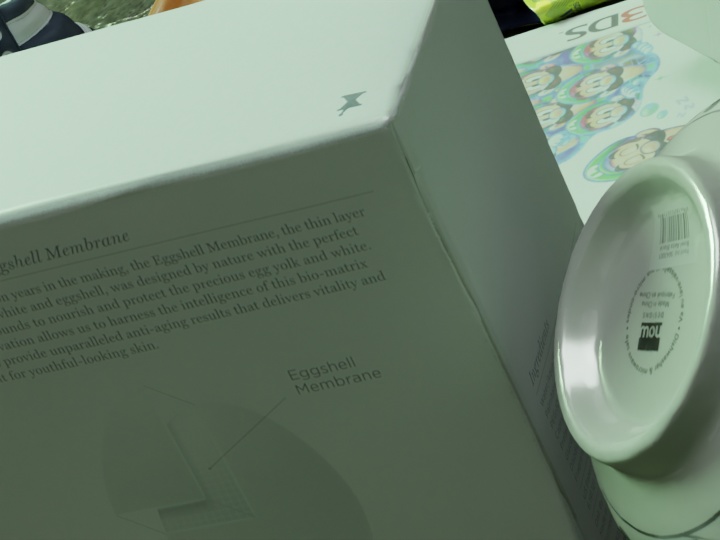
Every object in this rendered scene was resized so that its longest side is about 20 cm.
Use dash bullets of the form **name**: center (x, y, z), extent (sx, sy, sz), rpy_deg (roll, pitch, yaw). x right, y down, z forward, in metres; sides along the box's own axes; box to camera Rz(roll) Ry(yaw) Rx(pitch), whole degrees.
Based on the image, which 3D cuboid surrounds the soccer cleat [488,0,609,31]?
- **soccer cleat**: center (0.111, -0.139, 1.123), extent (0.200, 0.065, 0.084), rpy_deg (-10, 41, 31)

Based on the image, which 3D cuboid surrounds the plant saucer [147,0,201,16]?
- **plant saucer**: center (-0.029, -0.149, 1.214), extent (0.200, 0.037, 0.200), rpy_deg (-39, 25, 22)

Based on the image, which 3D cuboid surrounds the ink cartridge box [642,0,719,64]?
- **ink cartridge box**: center (0.205, -0.178, 0.987), extent (0.200, 0.144, 0.084), rpy_deg (-27, 37, -19)

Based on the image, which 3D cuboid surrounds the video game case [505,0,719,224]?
- **video game case**: center (0.120, -0.057, 1.022), extent (0.182, 0.024, 0.200), rpy_deg (-16, 32, 18)

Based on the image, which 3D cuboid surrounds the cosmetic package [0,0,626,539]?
- **cosmetic package**: center (-0.031, 0.020, 0.847), extent (0.199, 0.200, 0.123), rpy_deg (-12, 33, 22)

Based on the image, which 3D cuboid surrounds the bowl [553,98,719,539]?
- **bowl**: center (0.117, 0.020, 0.727), extent (0.094, 0.201, 0.201), rpy_deg (11, 20, -24)

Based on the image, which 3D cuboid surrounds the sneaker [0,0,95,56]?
- **sneaker**: center (-0.139, -0.038, 1.081), extent (0.070, 0.108, 0.200), rpy_deg (-42, 27, 36)
